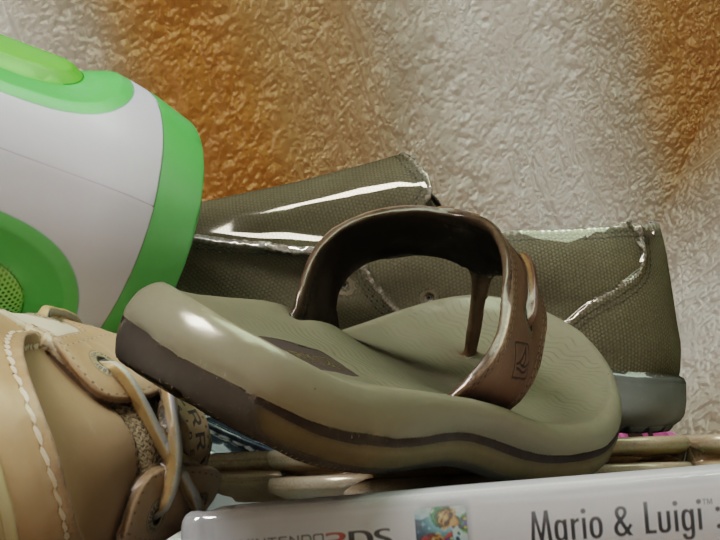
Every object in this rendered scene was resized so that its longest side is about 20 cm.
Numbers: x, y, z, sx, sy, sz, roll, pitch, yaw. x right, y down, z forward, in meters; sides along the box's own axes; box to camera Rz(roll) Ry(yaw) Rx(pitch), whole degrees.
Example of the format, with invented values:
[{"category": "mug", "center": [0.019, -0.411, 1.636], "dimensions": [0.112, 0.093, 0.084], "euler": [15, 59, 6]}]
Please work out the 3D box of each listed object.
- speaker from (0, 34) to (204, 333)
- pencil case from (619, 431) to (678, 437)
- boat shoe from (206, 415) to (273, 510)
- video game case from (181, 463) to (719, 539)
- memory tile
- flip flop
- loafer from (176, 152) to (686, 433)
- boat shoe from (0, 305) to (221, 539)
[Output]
[{"category": "speaker", "center": [-0.144, -0.038, 0.746], "dimensions": [0.200, 0.089, 0.088], "euler": [20, 2, -25]}, {"category": "pencil case", "center": [0.083, 0.097, 1.075], "dimensions": [0.091, 0.094, 0.200], "euler": [-23, -12, 14]}, {"category": "boat shoe", "center": [-0.008, 0.054, 1.056], "dimensions": [0.071, 0.091, 0.200], "euler": [23, 2, 29]}, {"category": "video game case", "center": [0.053, 0.067, 0.729], "dimensions": [0.181, 0.024, 0.200], "euler": [-4, -7, 1]}, {"category": "memory tile", "center": [0.065, 0.057, 0.839], "dimensions": [0.199, 0.017, 0.153], "euler": [0, -5, -27]}, {"category": "flip flop", "center": [0.011, 0.012, 0.698], "dimensions": [0.081, 0.058, 0.200], "euler": [21, 6, 28]}, {"category": "loafer", "center": [0.000, 0.000, 0.847], "dimensions": [0.199, 0.070, 0.075], "euler": [10, -3, 2]}, {"category": "boat shoe", "center": [-0.069, 0.038, 0.683], "dimensions": [0.064, 0.071, 0.200], "euler": [-14, 1, -3]}]
